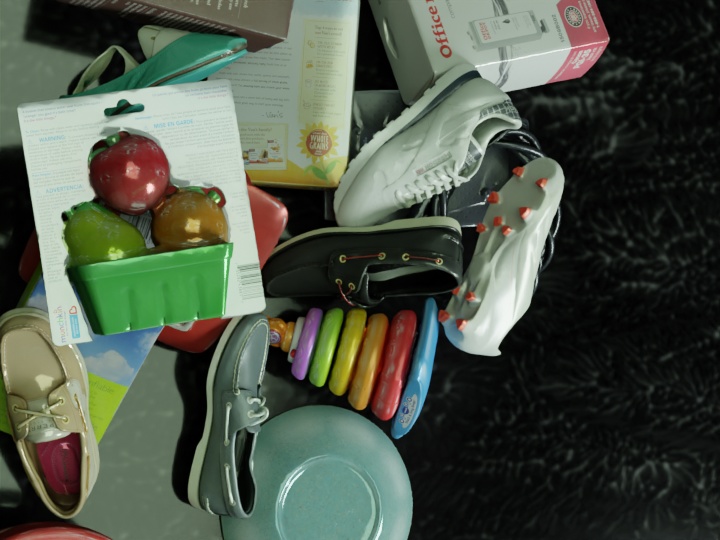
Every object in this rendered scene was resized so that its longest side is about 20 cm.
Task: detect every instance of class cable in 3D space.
[{"bbox_3d":[0.130,-0.053,1.629,0.162,0.051,0.201,29,85,-22],"label":"cable"}]

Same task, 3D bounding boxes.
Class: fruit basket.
[{"bbox_3d":[-0.183,-0.050,1.383,0.183,0.094,0.202,-10,86,-17],"label":"fruit basket"}]

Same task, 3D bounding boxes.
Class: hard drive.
[{"bbox_3d":[0.051,-0.109,1.648,0.198,0.042,0.137,0,89,-20],"label":"hard drive"}]

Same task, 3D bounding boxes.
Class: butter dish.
[{"bbox_3d":[-0.184,-0.057,1.514,0.198,0.149,0.200,23,125,-16],"label":"butter dish"}]

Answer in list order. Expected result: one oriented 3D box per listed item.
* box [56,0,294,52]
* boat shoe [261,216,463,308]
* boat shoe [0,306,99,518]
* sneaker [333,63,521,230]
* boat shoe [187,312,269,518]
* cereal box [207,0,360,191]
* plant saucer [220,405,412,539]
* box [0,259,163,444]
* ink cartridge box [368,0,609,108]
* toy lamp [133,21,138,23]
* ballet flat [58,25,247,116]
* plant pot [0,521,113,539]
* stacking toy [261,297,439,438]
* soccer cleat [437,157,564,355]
[{"bbox_3d":[-0.165,-0.258,1.488,0.198,0.100,0.076,14,85,-21],"label":"box"},{"bbox_3d":[-0.001,-0.001,1.560,0.199,0.074,0.064,-8,59,11],"label":"boat shoe"},{"bbox_3d":[-0.270,0.128,1.440,0.073,0.069,0.202,-12,121,2],"label":"boat shoe"},{"bbox_3d":[0.059,-0.102,1.553,0.200,0.076,0.081,-45,69,4],"label":"sneaker"},{"bbox_3d":[-0.107,0.135,1.545,0.073,0.061,0.202,-1,107,-60],"label":"boat shoe"},{"bbox_3d":[-0.075,-0.181,1.583,0.142,0.040,0.203,5,86,2],"label":"cereal box"},{"bbox_3d":[-0.035,0.233,1.607,0.199,0.039,0.204,1,87,-21],"label":"plant saucer"},{"bbox_3d":[-0.255,0.068,1.474,0.121,0.048,0.201,24,115,-18],"label":"box"},{"bbox_3d":[0.124,-0.254,1.638,0.198,0.083,0.148,-13,75,-21],"label":"ink cartridge box"},{"bbox_3d":[-0.178,-0.331,1.565,0.058,0.058,0.201,32,80,-16],"label":"toy lamp"},{"bbox_3d":[-0.198,-0.181,1.506,0.199,0.067,0.071,-28,90,19],"label":"ballet flat"},{"bbox_3d":[-0.280,0.314,1.438,0.198,0.182,0.203,0,89,-19],"label":"plant pot"},{"bbox_3d":[-0.029,0.073,1.588,0.198,0.117,0.110,16,42,-1],"label":"stacking toy"},{"bbox_3d":[0.145,-0.013,1.592,0.077,0.069,0.201,25,94,-40],"label":"soccer cleat"}]
